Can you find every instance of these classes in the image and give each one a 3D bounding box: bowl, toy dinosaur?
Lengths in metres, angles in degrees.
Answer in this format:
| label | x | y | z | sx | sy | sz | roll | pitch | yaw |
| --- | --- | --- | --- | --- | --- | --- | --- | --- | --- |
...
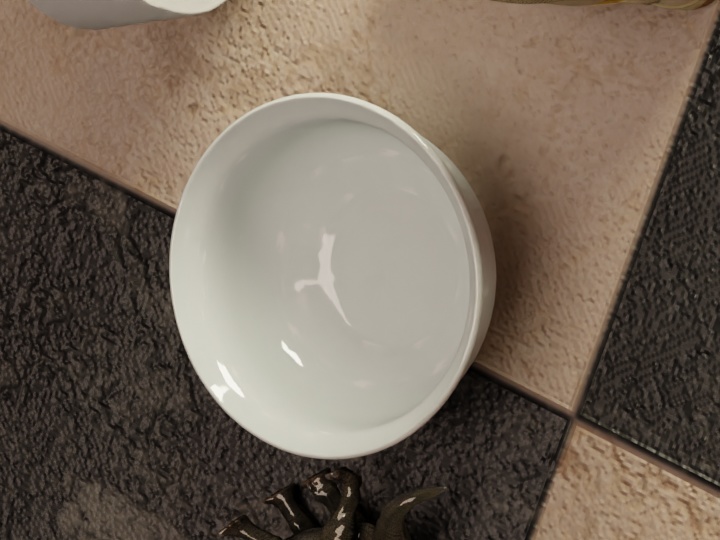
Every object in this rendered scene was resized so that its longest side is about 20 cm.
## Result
| label | x | y | z | sx | sy | sz | roll | pitch | yaw |
| --- | --- | --- | --- | --- | --- | --- | --- | --- | --- |
| bowl | 0.000 | 0.000 | 1.475 | 0.201 | 0.090 | 0.201 | 4 | 97 | 32 |
| toy dinosaur | -0.014 | 0.168 | 1.521 | 0.200 | 0.077 | 0.102 | -28 | 91 | 26 |

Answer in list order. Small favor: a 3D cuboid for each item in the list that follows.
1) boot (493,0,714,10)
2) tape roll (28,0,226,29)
| label | x | y | z | sx | sy | sz | roll | pitch | yaw |
| --- | --- | --- | --- | --- | --- | --- | --- | --- | --- |
| boot | 0.072 | -0.176 | 1.375 | 0.200 | 0.155 | 0.073 | 19 | 104 | 30 |
| tape roll | -0.132 | -0.236 | 1.474 | 0.071 | 0.202 | 0.203 | -6 | 91 | 33 |
